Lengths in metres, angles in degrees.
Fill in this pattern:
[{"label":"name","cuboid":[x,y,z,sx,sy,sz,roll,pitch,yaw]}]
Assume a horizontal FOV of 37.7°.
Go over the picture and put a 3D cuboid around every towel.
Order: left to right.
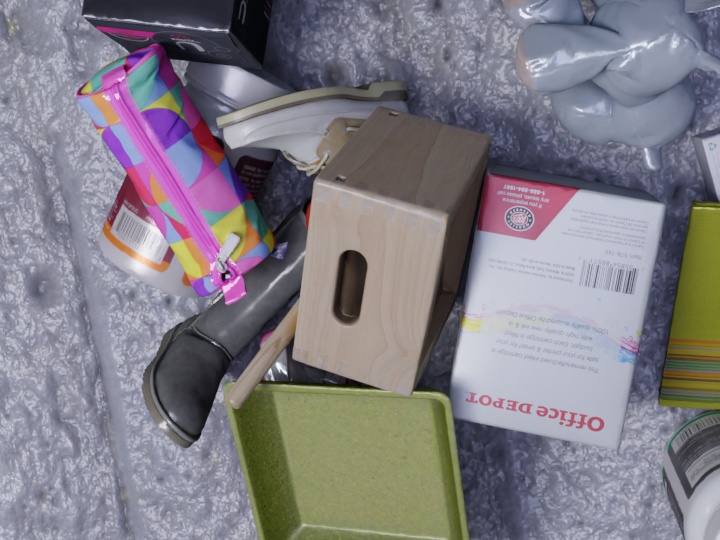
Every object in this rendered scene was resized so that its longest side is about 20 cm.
[{"label":"towel","cuboid":[0.307,0.034,0.893,0.085,0.018,0.202,2,121,5]}]

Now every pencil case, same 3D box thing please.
[{"label":"pencil case","cuboid":[-0.140,-0.075,0.830,0.088,0.089,0.201,-27,108,12]}]

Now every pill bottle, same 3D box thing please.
[{"label":"pill bottle","cuboid":[-0.142,-0.089,0.932,0.113,0.114,0.202,29,101,4]},{"label":"pill bottle","cuboid":[0.314,0.195,0.858,0.111,0.200,0.115,1,100,8]}]

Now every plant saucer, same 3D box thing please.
[{"label":"plant saucer","cuboid":[-0.002,0.172,0.895,0.197,0.048,0.202,0,117,20]}]

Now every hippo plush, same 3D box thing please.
[{"label":"hippo plush","cuboid":[0.222,-0.180,0.847,0.197,0.161,0.161,7,72,24]}]

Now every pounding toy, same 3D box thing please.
[{"label":"pounding toy","cuboid":[0.000,0.000,0.829,0.140,0.184,0.202,16,122,11]}]

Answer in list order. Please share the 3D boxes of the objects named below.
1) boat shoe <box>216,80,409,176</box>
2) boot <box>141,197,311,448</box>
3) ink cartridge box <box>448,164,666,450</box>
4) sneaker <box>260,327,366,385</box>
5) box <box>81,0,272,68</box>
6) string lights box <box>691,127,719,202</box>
[{"label":"boat shoe","cuboid":[-0.029,-0.115,0.876,0.074,0.198,0.069,-3,99,48]},{"label":"boot","cuboid":[-0.096,0.041,0.922,0.199,0.183,0.073,-35,119,15]},{"label":"ink cartridge box","cuboid":[0.160,0.025,0.885,0.143,0.145,0.203,11,99,7]},{"label":"sneaker","cuboid":[-0.014,0.126,0.968,0.088,0.081,0.201,-36,100,11]},{"label":"box","cuboid":[-0.130,-0.274,0.825,0.120,0.106,0.203,7,87,9]},{"label":"string lights box","cuboid":[0.390,-0.092,0.874,0.197,0.059,0.104,-16,96,11]}]
